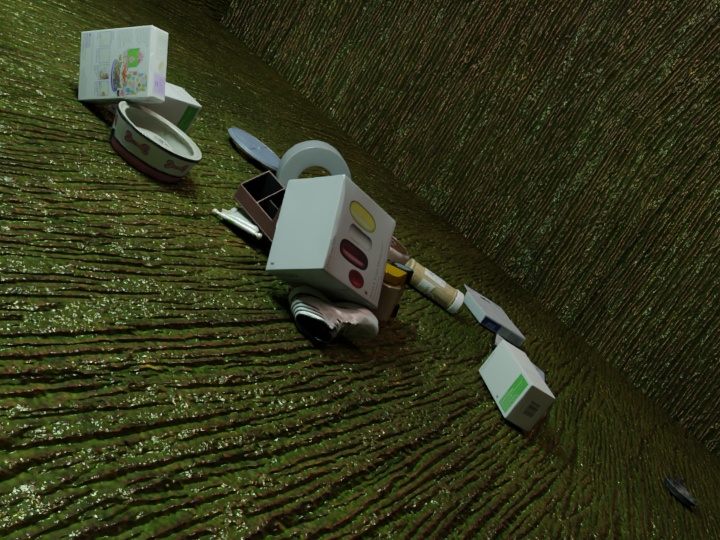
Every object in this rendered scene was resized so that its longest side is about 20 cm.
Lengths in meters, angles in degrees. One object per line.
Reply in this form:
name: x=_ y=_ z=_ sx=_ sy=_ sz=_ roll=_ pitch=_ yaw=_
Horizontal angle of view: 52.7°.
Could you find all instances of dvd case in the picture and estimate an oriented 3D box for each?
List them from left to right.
dvd case: x=0.479 y=0.273 z=2.197 sx=0.199 sy=0.018 sz=0.143 roll=40 pitch=14 yaw=5

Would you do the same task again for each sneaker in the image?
sneaker: x=-0.046 y=0.111 z=1.374 sx=0.197 sy=0.076 sz=0.117 roll=23 pitch=28 yaw=-23

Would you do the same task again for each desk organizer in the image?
desk organizer: x=-0.179 y=-0.126 z=1.540 sx=0.200 sy=0.078 sz=0.071 roll=47 pitch=26 yaw=27

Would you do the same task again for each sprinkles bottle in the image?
sprinkles bottle: x=0.211 y=0.046 z=2.136 sx=0.198 sy=0.069 sz=0.069 roll=34 pitch=15 yaw=-14

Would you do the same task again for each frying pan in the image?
frying pan: x=0.947 y=0.645 z=2.184 sx=0.114 sy=0.031 sz=0.190 roll=38 pitch=12 yaw=-3

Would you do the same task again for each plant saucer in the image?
plant saucer: x=0.085 y=-0.086 z=2.301 sx=0.198 sy=0.032 sz=0.201 roll=35 pitch=15 yaw=-10

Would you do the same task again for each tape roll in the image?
tape roll: x=-0.124 y=-0.234 z=1.916 sx=0.198 sy=0.202 sz=0.066 roll=30 pitch=15 yaw=-23

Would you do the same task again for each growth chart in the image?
growth chart: x=-0.217 y=-0.108 z=1.596 sx=0.143 sy=0.018 sz=0.199 roll=31 pitch=18 yaw=15

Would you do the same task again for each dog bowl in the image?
dog bowl: x=-0.434 y=-0.263 z=1.522 sx=0.198 sy=0.074 sz=0.201 roll=35 pitch=14 yaw=-10

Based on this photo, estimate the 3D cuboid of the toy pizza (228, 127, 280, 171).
toy pizza: x=-0.310 y=-0.349 z=2.141 sx=0.198 sy=0.032 sz=0.201 roll=37 pitch=15 yaw=-11

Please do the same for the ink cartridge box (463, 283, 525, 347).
ink cartridge box: x=0.431 y=0.148 z=2.404 sx=0.197 sy=0.041 sz=0.201 roll=31 pitch=17 yaw=-27

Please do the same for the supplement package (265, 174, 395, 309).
supplement package: x=-0.052 y=-0.051 z=1.426 sx=0.144 sy=0.197 sz=0.199 roll=-1 pitch=-22 yaw=35

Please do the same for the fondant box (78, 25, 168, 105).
fondant box: x=-0.505 y=-0.432 z=1.545 sx=0.195 sy=0.149 sz=0.058 roll=4 pitch=1 yaw=25

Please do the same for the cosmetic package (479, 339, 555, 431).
cosmetic package: x=0.372 y=0.273 z=1.748 sx=0.084 sy=0.109 sz=0.201 roll=29 pitch=15 yaw=-22

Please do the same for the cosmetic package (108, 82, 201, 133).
cosmetic package: x=-0.477 y=-0.381 z=1.701 sx=0.085 sy=0.109 sz=0.199 roll=41 pitch=17 yaw=15

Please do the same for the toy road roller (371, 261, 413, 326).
toy road roller: x=0.026 y=0.035 z=1.654 sx=0.143 sy=0.126 sz=0.200 roll=24 pitch=12 yaw=10
